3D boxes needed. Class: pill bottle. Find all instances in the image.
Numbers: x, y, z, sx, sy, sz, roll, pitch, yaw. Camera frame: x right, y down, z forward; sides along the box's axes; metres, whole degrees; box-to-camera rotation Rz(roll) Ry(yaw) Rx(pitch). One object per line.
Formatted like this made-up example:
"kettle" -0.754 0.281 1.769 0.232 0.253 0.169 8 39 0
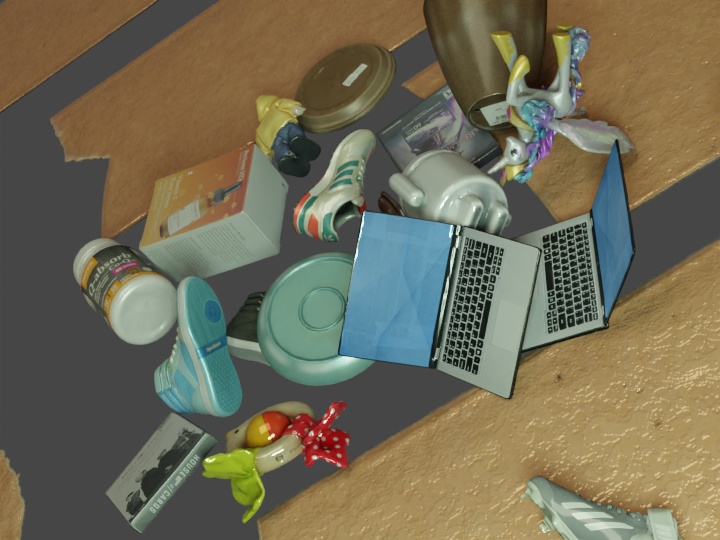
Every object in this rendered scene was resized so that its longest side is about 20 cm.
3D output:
"pill bottle" -0.375 0.027 1.870 0.116 0.116 0.200 -46 41 -8

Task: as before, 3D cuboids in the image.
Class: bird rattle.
"bird rattle" -0.109 0.214 1.517 0.200 0.113 0.163 -36 24 -1

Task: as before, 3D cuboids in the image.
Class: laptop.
"laptop" 0.247 -0.026 1.436 0.199 0.116 0.188 -19 44 23
"laptop" 0.094 0.041 1.438 0.200 0.116 0.188 20 104 45

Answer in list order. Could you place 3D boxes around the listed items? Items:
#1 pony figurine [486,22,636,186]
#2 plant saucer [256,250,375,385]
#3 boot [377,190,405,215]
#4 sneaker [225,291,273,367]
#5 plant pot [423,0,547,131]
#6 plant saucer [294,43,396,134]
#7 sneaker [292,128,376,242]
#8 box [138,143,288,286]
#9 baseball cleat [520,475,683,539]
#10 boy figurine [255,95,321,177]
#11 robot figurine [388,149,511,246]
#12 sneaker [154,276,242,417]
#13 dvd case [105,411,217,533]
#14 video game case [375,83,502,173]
"pony figurine" 0.252 -0.218 1.557 0.192 0.201 0.166 -12 26 -23
"plant saucer" -0.049 0.056 1.578 0.199 0.027 0.201 -8 60 14
"boot" 0.000 0.000 1.656 0.200 0.064 0.187 -39 42 8
"sneaker" -0.119 0.082 1.659 0.200 0.071 0.099 11 66 47
"plant pot" 0.192 -0.311 1.724 0.186 0.187 0.201 -17 60 24
"plant saucer" -0.033 -0.313 1.989 0.199 0.029 0.201 -20 43 20
"sneaker" -0.015 -0.123 1.785 0.093 0.070 0.200 25 67 28
"box" -0.229 -0.086 1.870 0.199 0.106 0.153 -18 45 24
"baseball cleat" 0.261 0.266 1.220 0.106 0.070 0.200 -38 49 -9
"boy figurine" -0.132 -0.228 1.958 0.125 0.064 0.200 -59 32 19
"robot figurine" 0.120 -0.093 1.574 0.113 0.169 0.200 -65 29 14
"sneaker" -0.250 0.113 1.662 0.130 0.201 0.079 -11 2 37
"dvd case" -0.271 0.266 1.586 0.150 0.025 0.200 -51 17 -13
"video game case" 0.115 -0.192 1.775 0.143 0.019 0.200 -35 40 6
